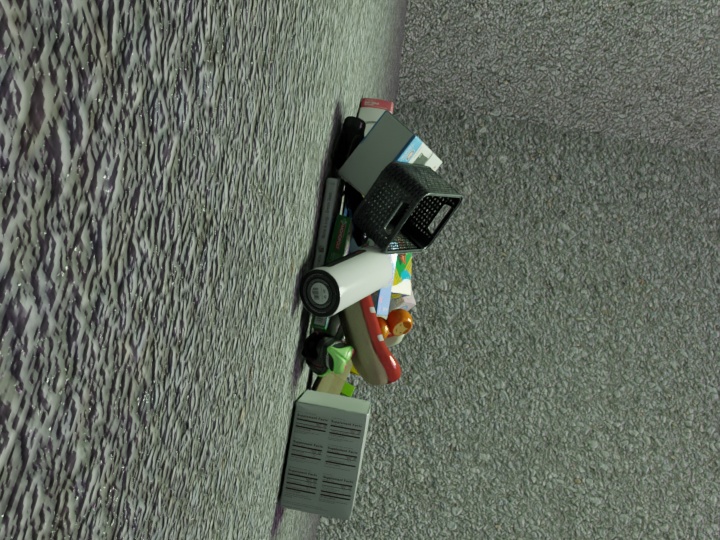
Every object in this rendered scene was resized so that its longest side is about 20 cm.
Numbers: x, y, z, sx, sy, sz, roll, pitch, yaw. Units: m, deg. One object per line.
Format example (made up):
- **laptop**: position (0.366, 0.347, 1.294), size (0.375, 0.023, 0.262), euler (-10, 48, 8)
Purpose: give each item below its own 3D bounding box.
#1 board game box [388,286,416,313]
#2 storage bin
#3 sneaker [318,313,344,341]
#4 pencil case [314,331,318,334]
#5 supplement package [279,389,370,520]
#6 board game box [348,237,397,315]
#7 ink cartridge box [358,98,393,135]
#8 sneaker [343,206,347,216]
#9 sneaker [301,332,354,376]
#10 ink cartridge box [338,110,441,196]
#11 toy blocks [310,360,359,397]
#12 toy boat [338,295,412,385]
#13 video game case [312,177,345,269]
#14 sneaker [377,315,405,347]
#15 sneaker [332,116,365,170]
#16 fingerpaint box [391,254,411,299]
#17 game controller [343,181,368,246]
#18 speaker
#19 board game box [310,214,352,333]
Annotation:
- **board game box**: position (0.030, 0.038, 1.937), size (0.199, 0.043, 0.202), euler (-40, -127, 37)
- **storage bin**: position (0.089, -0.114, 1.524), size (0.136, 0.094, 0.199), euler (-54, 159, 20)
- **sneaker**: position (-0.058, 0.096, 1.675), size (0.076, 0.089, 0.203), euler (-59, 175, -83)
- **pencil case**: position (-0.043, 0.083, 1.748), size (0.091, 0.092, 0.205), euler (-30, 130, -73)
- **supplement package**: position (-0.066, 0.360, 1.651), size (0.191, 0.144, 0.205), euler (42, 58, -87)
- **board game box**: position (0.000, 0.000, 1.792), size (0.198, 0.036, 0.155), euler (17, -81, 52)
- **ink cartridge box**: position (0.023, -0.293, 1.976), size (0.202, 0.081, 0.149), euler (-78, 177, -49)
- **sneaker**: position (-0.006, -0.112, 2.044), size (0.202, 0.076, 0.071), euler (97, 4, -47)
- **sneaker**: position (-0.070, 0.149, 1.561), size (0.077, 0.083, 0.200), euler (-56, -172, -18)
- **ink cartridge box**: position (0.061, -0.196, 1.575), size (0.146, 0.083, 0.200), euler (-52, 161, 7)
- **toy blocks**: position (-0.068, 0.246, 1.852), size (0.203, 0.099, 0.137), euler (-65, -176, -20)
- **toy boat**: position (0.038, 0.111, 1.562), size (0.131, 0.128, 0.204), euler (117, -43, -74)
- **video game case**: position (-0.059, -0.082, 1.573), size (0.200, 0.023, 0.186), euler (-65, 164, -83)
- **sneaker**: position (0.001, 0.116, 1.824), size (0.072, 0.196, 0.093), euler (-71, 158, -8)
- **sneaker**: position (-0.019, -0.223, 1.611), size (0.200, 0.059, 0.106), euler (80, 20, -71)
- **fingerpaint box**: position (0.026, -0.016, 1.858), size (0.198, 0.072, 0.171), euler (-15, -112, 51)
- **game controller**: position (-0.012, -0.114, 1.639), size (0.200, 0.041, 0.107), euler (-112, -157, -75)
- **speaker**: position (-0.020, 0.016, 1.412), size (0.199, 0.080, 0.083), euler (-25, 128, -59)
- **board game box**: position (-0.051, 0.010, 1.527), size (0.135, 0.028, 0.204), euler (83, 20, -82)
